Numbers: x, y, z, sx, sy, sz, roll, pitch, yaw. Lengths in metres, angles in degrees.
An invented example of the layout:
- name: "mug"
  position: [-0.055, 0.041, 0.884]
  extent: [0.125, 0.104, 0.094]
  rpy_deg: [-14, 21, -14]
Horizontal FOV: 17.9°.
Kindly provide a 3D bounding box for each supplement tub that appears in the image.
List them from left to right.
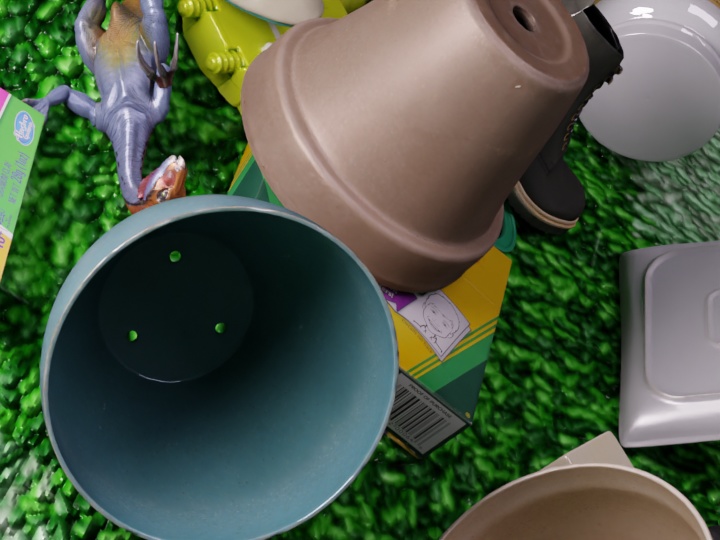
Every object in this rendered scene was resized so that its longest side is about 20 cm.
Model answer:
- name: "supplement tub"
  position: [0.252, -0.196, 1.884]
  extent: [0.145, 0.145, 0.200]
  rpy_deg: [41, 38, -15]

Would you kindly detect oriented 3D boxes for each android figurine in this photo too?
- name: "android figurine"
  position: [-0.052, -0.167, 1.626]
  extent: [0.200, 0.041, 0.182]
  rpy_deg: [-5, 65, -51]

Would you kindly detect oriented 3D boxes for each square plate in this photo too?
- name: "square plate"
  position: [0.290, 0.041, 1.706]
  extent: [0.198, 0.200, 0.028]
  rpy_deg: [-83, 161, -44]

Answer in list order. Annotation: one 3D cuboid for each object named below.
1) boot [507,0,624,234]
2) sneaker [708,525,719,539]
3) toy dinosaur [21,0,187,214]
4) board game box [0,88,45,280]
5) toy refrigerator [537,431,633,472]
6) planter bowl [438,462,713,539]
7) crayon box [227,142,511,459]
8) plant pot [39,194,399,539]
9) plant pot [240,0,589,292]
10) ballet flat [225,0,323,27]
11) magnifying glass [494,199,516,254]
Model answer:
- name: "boot"
  position: [0.154, -0.114, 1.685]
  extent: [0.200, 0.138, 0.078]
  rpy_deg: [43, 26, -46]
- name: "sneaker"
  position: [0.242, 0.240, 1.459]
  extent: [0.087, 0.076, 0.200]
  rpy_deg: [17, 33, 2]
- name: "toy dinosaur"
  position: [-0.135, -0.122, 1.467]
  extent: [0.200, 0.105, 0.182]
  rpy_deg: [-13, 91, -64]
- name: "board game box"
  position: [-0.285, -0.079, 1.302]
  extent: [0.200, 0.040, 0.153]
  rpy_deg: [32, 41, -25]
- name: "toy refrigerator"
  position: [0.181, 0.215, 1.528]
  extent: [0.070, 0.076, 0.200]
  rpy_deg: [-21, 76, -52]
- name: "planter bowl"
  position: [0.141, 0.236, 1.395]
  extent: [0.135, 0.200, 0.200]
  rpy_deg: [56, 26, -43]
- name: "crayon box"
  position: [0.000, 0.000, 1.526]
  extent: [0.200, 0.058, 0.173]
  rpy_deg: [39, 39, -17]
- name: "plant pot"
  position: [-0.092, 0.041, 1.312]
  extent: [0.200, 0.200, 0.135]
  rpy_deg: [33, 6, -24]
- name: "plant pot"
  position: [0.050, -0.115, 1.486]
  extent: [0.200, 0.175, 0.200]
  rpy_deg: [30, 37, -26]
- name: "ballet flat"
  position: [-0.106, -0.238, 1.558]
  extent: [0.200, 0.070, 0.069]
  rpy_deg: [31, 38, 4]
- name: "magnifying glass"
  position: [0.056, -0.097, 1.662]
  extent: [0.200, 0.022, 0.080]
  rpy_deg: [60, 26, -14]
